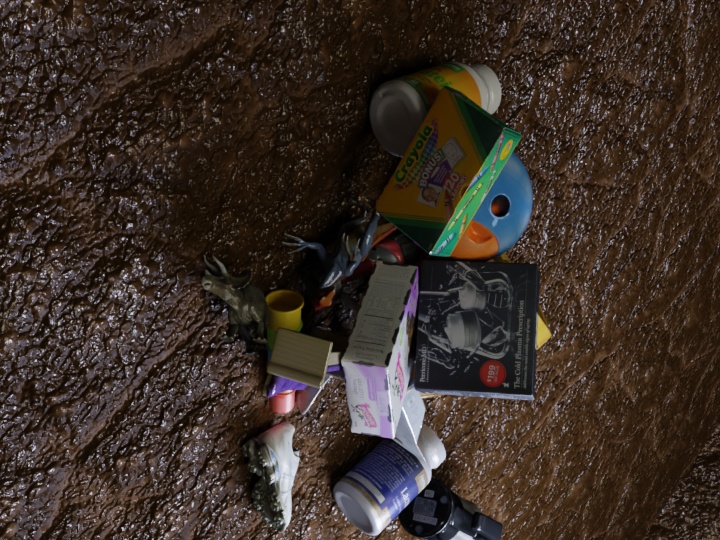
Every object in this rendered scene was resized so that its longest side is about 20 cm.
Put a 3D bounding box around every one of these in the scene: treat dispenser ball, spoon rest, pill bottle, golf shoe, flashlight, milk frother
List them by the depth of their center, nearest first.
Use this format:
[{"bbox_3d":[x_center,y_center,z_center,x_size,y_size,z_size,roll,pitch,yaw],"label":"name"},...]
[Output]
[{"bbox_3d":[0.118,-0.247,1.552,0.199,0.111,0.112,-25,131,-39],"label":"pill bottle"},{"bbox_3d":[0.000,0.000,1.611,0.199,0.067,0.069,-27,127,-39],"label":"flashlight"},{"bbox_3d":[-0.046,0.136,1.626,0.099,0.060,0.202,-76,-169,-77],"label":"spoon rest"},{"bbox_3d":[0.169,-0.112,1.627,0.200,0.200,0.203,-29,133,-36],"label":"treat dispenser ball"},{"bbox_3d":[-0.125,0.332,1.676,0.097,0.078,0.202,-37,139,-38],"label":"golf shoe"},{"bbox_3d":[0.056,0.369,1.879,0.200,0.115,0.117,-40,139,-27],"label":"pill bottle"},{"bbox_3d":[0.165,0.540,2.066,0.201,0.180,0.188,-59,143,-8],"label":"milk frother"}]

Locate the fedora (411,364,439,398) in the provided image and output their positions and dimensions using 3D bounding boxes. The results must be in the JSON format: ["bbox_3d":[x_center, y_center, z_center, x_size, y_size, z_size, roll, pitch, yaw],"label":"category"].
[{"bbox_3d":[0.119,0.179,1.817,0.200,0.199,0.083,0,76,-50],"label":"fedora"}]

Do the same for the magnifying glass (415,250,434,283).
[{"bbox_3d":[0.085,0.032,1.744,0.079,0.022,0.202,19,99,-54],"label":"magnifying glass"}]

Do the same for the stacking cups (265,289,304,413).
[{"bbox_3d":[-0.117,0.129,1.561,0.060,0.060,0.202,-24,131,-39],"label":"stacking cups"}]

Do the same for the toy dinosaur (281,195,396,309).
[{"bbox_3d":[-0.011,-0.017,1.522,0.199,0.104,0.183,27,77,-40],"label":"toy dinosaur"}]

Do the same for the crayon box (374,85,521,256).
[{"bbox_3d":[0.119,-0.136,1.443,0.058,0.119,0.201,6,119,-54],"label":"crayon box"}]

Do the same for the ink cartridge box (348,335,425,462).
[{"bbox_3d":[0.044,0.215,1.726,0.047,0.159,0.201,-44,141,-18],"label":"ink cartridge box"}]

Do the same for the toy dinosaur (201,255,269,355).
[{"bbox_3d":[-0.154,0.058,1.453,0.200,0.076,0.104,51,39,-65],"label":"toy dinosaur"}]

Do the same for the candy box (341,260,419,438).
[{"bbox_3d":[0.035,0.118,1.556,0.169,0.071,0.201,84,18,-45],"label":"candy box"}]

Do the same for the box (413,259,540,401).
[{"bbox_3d":[0.181,0.093,1.609,0.104,0.180,0.203,42,51,-74],"label":"box"}]

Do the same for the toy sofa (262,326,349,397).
[{"bbox_3d":[-0.066,0.137,1.487,0.200,0.082,0.099,17,87,-77],"label":"toy sofa"}]

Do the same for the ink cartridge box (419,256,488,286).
[{"bbox_3d":[0.164,0.078,1.708,0.202,0.164,0.075,-62,163,-4],"label":"ink cartridge box"}]

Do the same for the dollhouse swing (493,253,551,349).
[{"bbox_3d":[0.227,0.055,1.866,0.182,0.176,0.200,-43,143,2],"label":"dollhouse swing"}]

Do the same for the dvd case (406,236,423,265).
[{"bbox_3d":[0.103,-0.011,1.768,0.201,0.017,0.143,-56,144,-7],"label":"dvd case"}]
